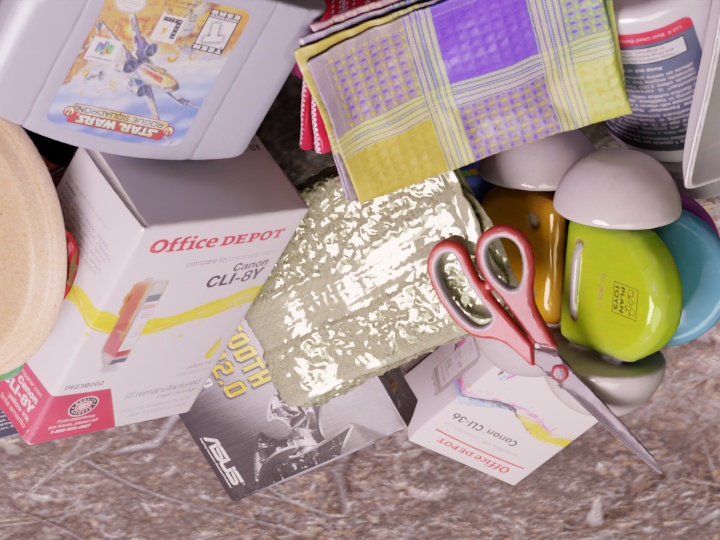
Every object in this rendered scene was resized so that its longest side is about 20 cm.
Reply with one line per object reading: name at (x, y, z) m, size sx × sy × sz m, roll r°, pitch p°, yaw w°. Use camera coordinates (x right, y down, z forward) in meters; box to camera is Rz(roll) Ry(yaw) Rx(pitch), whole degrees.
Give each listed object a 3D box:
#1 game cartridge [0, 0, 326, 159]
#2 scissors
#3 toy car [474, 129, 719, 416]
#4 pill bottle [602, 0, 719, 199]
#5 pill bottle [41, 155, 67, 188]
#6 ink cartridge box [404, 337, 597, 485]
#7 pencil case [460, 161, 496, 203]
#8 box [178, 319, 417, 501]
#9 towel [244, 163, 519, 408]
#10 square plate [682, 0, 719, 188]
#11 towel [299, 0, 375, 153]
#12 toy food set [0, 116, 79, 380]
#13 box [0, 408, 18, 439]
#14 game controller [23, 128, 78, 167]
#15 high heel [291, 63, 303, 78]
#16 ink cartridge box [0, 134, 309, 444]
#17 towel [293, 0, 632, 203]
game cartridge at (-0.132, -0.130, 1.482) m, size 0.200 × 0.042 × 0.133 m, roll 10°, pitch 121°, yaw -34°
scissors at (0.117, 0.059, 1.598) m, size 0.073 × 0.014 × 0.200 m, roll -30°, pitch 94°, yaw 21°
toy car at (0.170, -0.007, 1.667) m, size 0.150 × 0.200 × 0.175 m, roll -8°, pitch 110°, yaw -30°
pill bottle at (0.207, -0.143, 1.651) m, size 0.119 × 0.120 × 0.200 m, roll -15°, pitch 137°, yaw 11°
pill bottle at (-0.156, -0.073, 1.696) m, size 0.114 × 0.114 × 0.200 m, roll -28°, pitch 134°, yaw 24°
ink cartridge box at (0.115, 0.098, 1.951) m, size 0.116 × 0.068 × 0.200 m, roll 25°, pitch 130°, yaw -30°
pencil case at (0.050, -0.093, 1.723) m, size 0.087 × 0.078 × 0.200 m, roll -20°, pitch 137°, yaw 28°
box at (-0.074, 0.055, 1.830) m, size 0.158 × 0.048 × 0.200 m, roll -23°, pitch 107°, yaw 22°
towel at (0.000, 0.000, 1.647) m, size 0.200 × 0.036 × 0.148 m, roll -26°, pitch 99°, yaw 26°
square plate at (0.284, -0.165, 1.602) m, size 0.200 × 0.028 × 0.198 m, roll -18°, pitch 125°, yaw -39°
towel at (0.048, -0.162, 1.599) m, size 0.200 × 0.022 × 0.145 m, roll -22°, pitch 135°, yaw -31°
toy food set at (-0.256, -0.029, 1.556) m, size 0.049 × 0.200 × 0.198 m, roll -22°, pitch 158°, yaw -52°
box at (-0.268, 0.001, 1.740) m, size 0.107 × 0.149 × 0.200 m, roll -15°, pitch 137°, yaw 12°
game controller at (-0.217, -0.158, 1.545) m, size 0.200 × 0.042 × 0.104 m, roll 48°, pitch 134°, yaw -10°
high heel at (0.011, -0.198, 1.603) m, size 0.096 × 0.067 × 0.200 m, roll 13°, pitch 133°, yaw -4°
ink cartridge box at (-0.144, 0.008, 1.603) m, size 0.145 × 0.083 × 0.200 m, roll -9°, pitch 141°, yaw -44°
towel at (0.066, -0.120, 1.538) m, size 0.200 × 0.023 × 0.144 m, roll -18°, pitch 132°, yaw -2°
